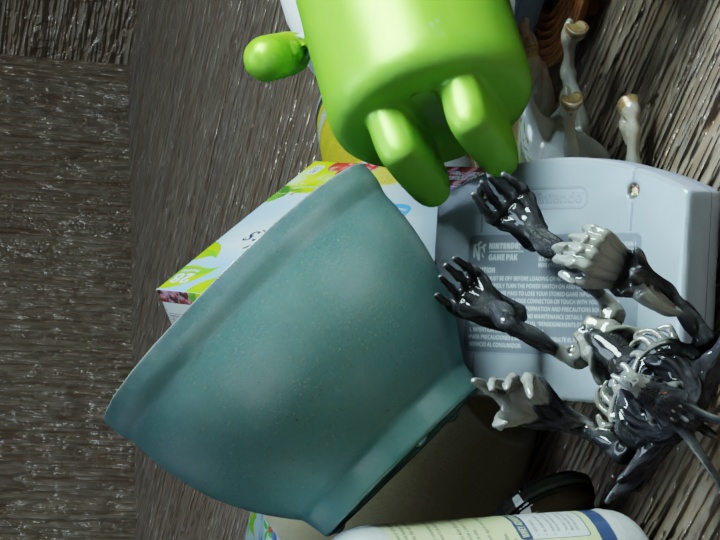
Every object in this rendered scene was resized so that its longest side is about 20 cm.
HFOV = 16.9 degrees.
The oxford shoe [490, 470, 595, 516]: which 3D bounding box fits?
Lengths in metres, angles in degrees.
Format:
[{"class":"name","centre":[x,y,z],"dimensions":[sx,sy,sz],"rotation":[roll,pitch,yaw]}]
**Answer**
[{"class":"oxford shoe","centre":[0.108,0.198,1.424],"dimensions":[0.200,0.073,0.084],"rotation":[101,151,-42]}]

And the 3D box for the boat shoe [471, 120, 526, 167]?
[{"class":"boat shoe","centre":[0.076,-0.120,1.622],"dimensions":[0.072,0.076,0.200],"rotation":[110,161,-55]}]

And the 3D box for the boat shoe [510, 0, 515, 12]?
[{"class":"boat shoe","centre":[0.053,-0.211,1.455],"dimensions":[0.072,0.068,0.200],"rotation":[149,122,-74]}]

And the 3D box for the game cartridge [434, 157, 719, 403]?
[{"class":"game cartridge","centre":[0.115,0.006,1.312],"dimensions":[0.200,0.040,0.133],"rotation":[1,90,51]}]

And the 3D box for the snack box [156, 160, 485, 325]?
[{"class":"snack box","centre":[0.000,0.000,1.526],"dimensions":[0.200,0.169,0.068],"rotation":[4,125,45]}]

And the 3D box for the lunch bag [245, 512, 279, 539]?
[{"class":"lunch bag","centre":[-0.055,0.283,2.115],"dimensions":[0.161,0.082,0.200],"rotation":[111,159,-53]}]

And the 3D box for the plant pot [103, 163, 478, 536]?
[{"class":"plant pot","centre":[-0.021,0.059,1.318],"dimensions":[0.200,0.134,0.200],"rotation":[-45,-6,-6]}]

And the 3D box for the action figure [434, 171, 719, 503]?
[{"class":"action figure","centre":[0.111,0.036,1.208],"dimensions":[0.200,0.102,0.119],"rotation":[41,105,45]}]

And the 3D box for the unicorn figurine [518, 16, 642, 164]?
[{"class":"unicorn figurine","centre":[0.124,-0.055,1.412],"dimensions":[0.200,0.074,0.137],"rotation":[-86,-3,-53]}]

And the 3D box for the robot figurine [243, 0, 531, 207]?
[{"class":"robot figurine","centre":[0.027,-0.138,1.350],"dimensions":[0.116,0.175,0.200],"rotation":[41,-149,-58]}]

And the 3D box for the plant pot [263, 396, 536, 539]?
[{"class":"plant pot","centre":[0.034,0.105,1.557],"dimensions":[0.134,0.200,0.200],"rotation":[-38,38,28]}]

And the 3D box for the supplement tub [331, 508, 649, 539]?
[{"class":"supplement tub","centre":[0.054,0.204,1.288],"dimensions":[0.145,0.200,0.145],"rotation":[178,90,-77]}]

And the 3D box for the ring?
[{"class":"ring","centre":[0.131,-0.229,1.538],"dimensions":[0.200,0.019,0.201],"rotation":[-177,90,-79]}]

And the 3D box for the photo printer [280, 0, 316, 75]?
[{"class":"photo printer","centre":[0.004,-0.179,1.523],"dimensions":[0.200,0.069,0.166],"rotation":[37,-143,-60]}]

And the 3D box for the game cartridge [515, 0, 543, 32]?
[{"class":"game cartridge","centre":[0.093,-0.251,1.563],"dimensions":[0.133,0.040,0.200],"rotation":[101,167,-47]}]

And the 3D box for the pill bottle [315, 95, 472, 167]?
[{"class":"pill bottle","centre":[0.032,-0.063,1.730],"dimensions":[0.200,0.112,0.112],"rotation":[-101,19,-53]}]
